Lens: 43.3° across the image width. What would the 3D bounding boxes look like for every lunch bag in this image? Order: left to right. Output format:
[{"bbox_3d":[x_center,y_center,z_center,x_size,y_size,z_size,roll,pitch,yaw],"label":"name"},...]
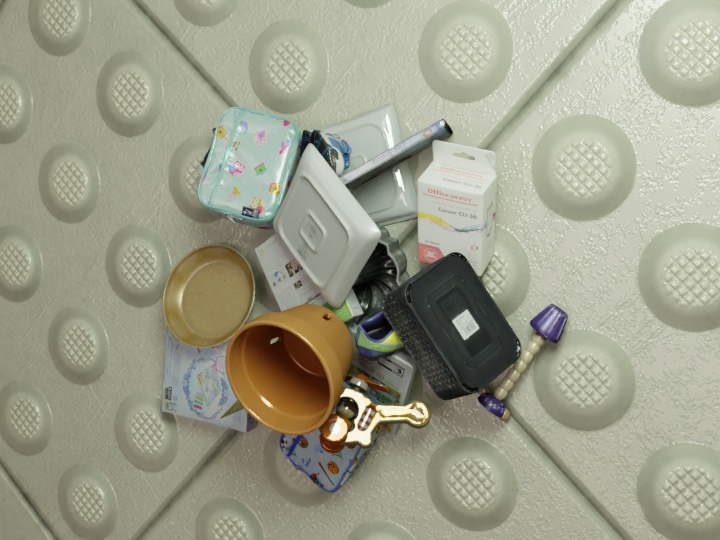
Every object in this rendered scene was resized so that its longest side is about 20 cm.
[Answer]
[{"bbox_3d":[-0.196,-0.178,1.590,0.159,0.077,0.202,16,83,5],"label":"lunch bag"},{"bbox_3d":[-0.061,0.295,1.638,0.160,0.075,0.201,39,123,14],"label":"lunch bag"}]

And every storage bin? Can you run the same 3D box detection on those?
[{"bbox_3d":[0.145,0.090,1.450,0.201,0.135,0.094,56,152,0],"label":"storage bin"}]

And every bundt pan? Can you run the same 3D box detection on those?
[{"bbox_3d":[0.000,0.000,1.578,0.200,0.076,0.204,11,112,28],"label":"bundt pan"}]

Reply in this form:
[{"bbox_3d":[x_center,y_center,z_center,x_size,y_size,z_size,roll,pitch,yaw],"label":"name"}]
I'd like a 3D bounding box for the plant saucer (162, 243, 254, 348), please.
[{"bbox_3d":[-0.282,0.051,1.725,0.198,0.035,0.202,-6,73,19],"label":"plant saucer"}]

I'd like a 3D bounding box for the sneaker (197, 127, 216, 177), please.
[{"bbox_3d":[-0.205,-0.197,1.665,0.198,0.075,0.115,20,102,20],"label":"sneaker"}]

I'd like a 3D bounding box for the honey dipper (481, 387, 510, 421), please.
[{"bbox_3d":[0.187,0.174,1.547,0.038,0.038,0.201,-42,80,23],"label":"honey dipper"}]

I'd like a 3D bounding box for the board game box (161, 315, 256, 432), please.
[{"bbox_3d":[-0.289,0.194,1.766,0.197,0.043,0.202,10,100,24],"label":"board game box"}]

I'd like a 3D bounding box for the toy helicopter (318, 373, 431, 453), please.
[{"bbox_3d":[0.021,0.233,1.531,0.198,0.079,0.134,0,65,-4],"label":"toy helicopter"}]

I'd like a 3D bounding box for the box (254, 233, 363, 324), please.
[{"bbox_3d":[-0.091,0.018,1.557,0.144,0.036,0.202,-33,75,35],"label":"box"}]

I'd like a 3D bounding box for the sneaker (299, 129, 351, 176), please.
[{"bbox_3d":[-0.048,-0.196,1.505,0.076,0.200,0.077,4,109,-15],"label":"sneaker"}]

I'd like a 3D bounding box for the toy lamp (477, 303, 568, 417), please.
[{"bbox_3d":[0.268,0.144,1.486,0.058,0.058,0.201,39,101,16],"label":"toy lamp"}]

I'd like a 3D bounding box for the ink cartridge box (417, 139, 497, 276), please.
[{"bbox_3d":[0.155,-0.100,1.467,0.115,0.068,0.202,14,130,23],"label":"ink cartridge box"}]

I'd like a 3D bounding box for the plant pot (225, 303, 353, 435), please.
[{"bbox_3d":[-0.101,0.146,1.479,0.198,0.140,0.202,11,117,23],"label":"plant pot"}]

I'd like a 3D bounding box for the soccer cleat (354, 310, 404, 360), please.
[{"bbox_3d":[0.083,0.084,1.504,0.198,0.084,0.065,-22,48,-13],"label":"soccer cleat"}]

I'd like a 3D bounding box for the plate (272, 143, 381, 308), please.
[{"bbox_3d":[-0.067,-0.064,1.454,0.200,0.032,0.201,52,139,20],"label":"plate"}]

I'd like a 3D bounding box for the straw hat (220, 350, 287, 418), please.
[{"bbox_3d":[-0.151,0.222,1.627,0.085,0.201,0.201,45,112,0],"label":"straw hat"}]

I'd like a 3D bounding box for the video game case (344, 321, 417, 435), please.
[{"bbox_3d":[-0.002,0.178,1.603,0.199,0.023,0.183,29,133,19],"label":"video game case"}]

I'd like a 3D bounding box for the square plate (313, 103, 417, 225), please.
[{"bbox_3d":[-0.007,-0.170,1.603,0.196,0.028,0.202,-14,90,25],"label":"square plate"}]

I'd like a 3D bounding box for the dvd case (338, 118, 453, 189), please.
[{"bbox_3d":[0.058,-0.187,1.484,0.199,0.143,0.018,-29,89,11],"label":"dvd case"}]
